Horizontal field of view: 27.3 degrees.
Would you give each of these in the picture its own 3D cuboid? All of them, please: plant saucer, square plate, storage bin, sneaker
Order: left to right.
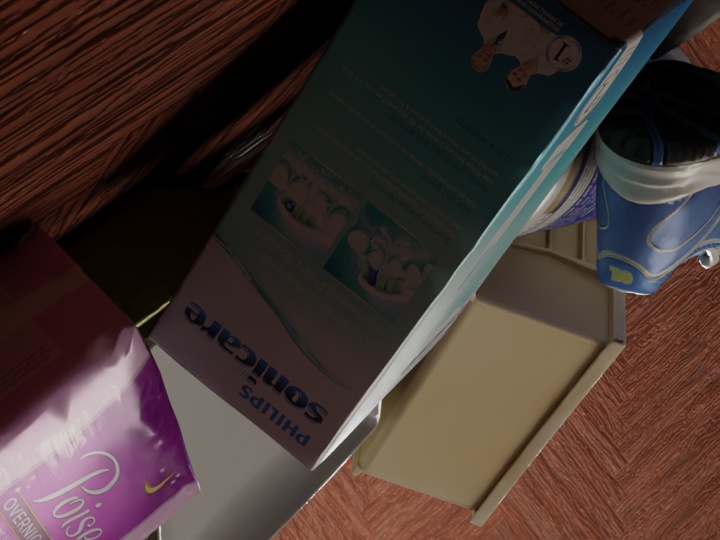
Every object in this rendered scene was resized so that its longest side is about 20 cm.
[{"bbox_3d":[-0.143,0.033,0.683,0.200,0.048,0.200,-39,-179,-19],"label":"plant saucer"},{"bbox_3d":[-0.049,0.061,0.754,0.198,0.028,0.200,-41,146,-40],"label":"square plate"},{"bbox_3d":[0.080,0.016,0.930,0.200,0.093,0.199,118,-13,-46],"label":"storage bin"},{"bbox_3d":[0.152,-0.049,0.689,0.200,0.076,0.077,-25,130,-54],"label":"sneaker"}]

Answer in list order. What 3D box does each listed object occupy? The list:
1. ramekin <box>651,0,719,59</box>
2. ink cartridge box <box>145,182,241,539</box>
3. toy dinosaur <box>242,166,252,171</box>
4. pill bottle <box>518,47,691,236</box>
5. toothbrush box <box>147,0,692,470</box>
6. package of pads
[{"bbox_3d":[0.190,-0.195,0.685,0.202,0.094,0.202,-37,-179,1],"label":"ramekin"},{"bbox_3d":[-0.123,0.074,0.889,0.200,0.145,0.147,-38,-178,-34],"label":"ink cartridge box"},{"bbox_3d":[0.028,-0.099,0.898,0.200,0.058,0.101,-38,-177,-41],"label":"toy dinosaur"},{"bbox_3d":[0.097,-0.082,0.764,0.120,0.120,0.200,-37,166,32],"label":"pill bottle"},{"bbox_3d":[0.027,-0.042,0.563,0.200,0.085,0.146,-57,172,29],"label":"toothbrush box"},{"bbox_3d":[-0.156,0.090,0.513,0.200,0.076,0.121,-38,147,-19],"label":"package of pads"}]
